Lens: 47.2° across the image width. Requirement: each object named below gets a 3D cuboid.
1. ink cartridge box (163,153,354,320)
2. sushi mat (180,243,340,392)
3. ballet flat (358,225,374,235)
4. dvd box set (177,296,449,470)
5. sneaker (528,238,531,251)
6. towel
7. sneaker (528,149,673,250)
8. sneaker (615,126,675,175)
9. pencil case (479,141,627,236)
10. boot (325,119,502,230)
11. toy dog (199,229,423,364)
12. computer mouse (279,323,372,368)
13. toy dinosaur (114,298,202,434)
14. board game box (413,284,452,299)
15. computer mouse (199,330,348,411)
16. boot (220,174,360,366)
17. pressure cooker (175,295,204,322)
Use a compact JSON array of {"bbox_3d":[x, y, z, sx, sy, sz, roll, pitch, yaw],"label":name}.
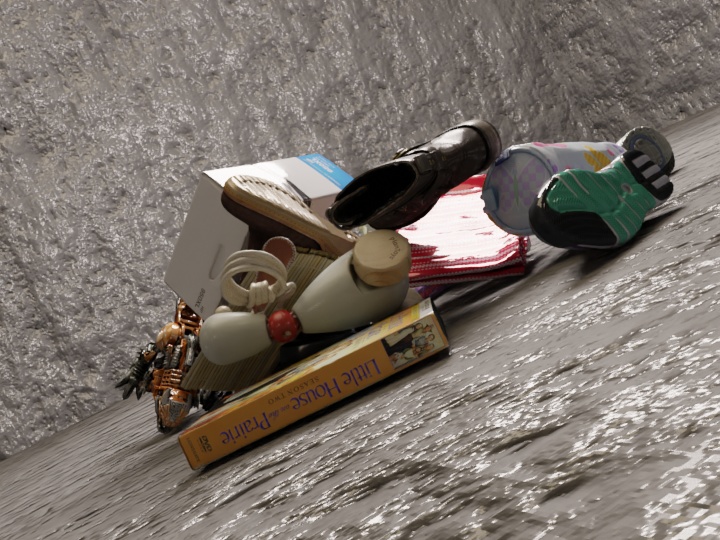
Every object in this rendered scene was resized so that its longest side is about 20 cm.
[{"bbox_3d":[-0.103,-0.040,0.912,0.199,0.084,0.145,-20,-38,-54],"label":"ink cartridge box"},{"bbox_3d":[-0.094,0.052,0.793,0.095,0.012,0.201,9,-50,-35],"label":"sushi mat"},{"bbox_3d":[0.027,-0.038,1.157,0.069,0.069,0.201,-26,-39,-25],"label":"ballet flat"},{"bbox_3d":[-0.028,0.080,0.627,0.199,0.030,0.146,-27,0,6],"label":"dvd box set"},{"bbox_3d":[0.107,-0.041,0.996,0.087,0.074,0.199,-28,27,-28],"label":"sneaker"},{"bbox_3d":[0.104,-0.048,0.867,0.143,0.023,0.201,-7,31,16],"label":"towel"},{"bbox_3d":[0.190,-0.038,0.693,0.199,0.075,0.088,-20,-23,-44],"label":"sneaker"},{"bbox_3d":[0.326,-0.125,1.073,0.199,0.075,0.087,-26,-4,-24],"label":"sneaker"},{"bbox_3d":[0.204,-0.084,0.826,0.199,0.084,0.091,-13,-17,-47],"label":"pencil case"},{"bbox_3d":[0.026,-0.076,0.770,0.200,0.070,0.174,-34,-3,43],"label":"boot"},{"bbox_3d":[-0.039,0.013,0.715,0.198,0.097,0.133,0,-51,-18],"label":"toy dog"},{"bbox_3d":[-0.020,0.075,0.816,0.058,0.034,0.200,-9,2,25],"label":"computer mouse"},{"bbox_3d":[-0.214,0.106,0.987,0.136,0.102,0.201,-51,8,43],"label":"toy dinosaur"},{"bbox_3d":[0.064,-0.006,1.040,0.119,0.033,0.200,21,28,28],"label":"board game box"},{"bbox_3d":[-0.097,0.094,0.973,0.199,0.053,0.138,-26,0,5],"label":"computer mouse"},{"bbox_3d":[-0.093,0.011,0.792,0.167,0.072,0.199,-50,-42,10],"label":"boot"},{"bbox_3d":[-0.186,0.061,1.297,0.199,0.180,0.175,-26,4,-34],"label":"pressure cooker"}]
